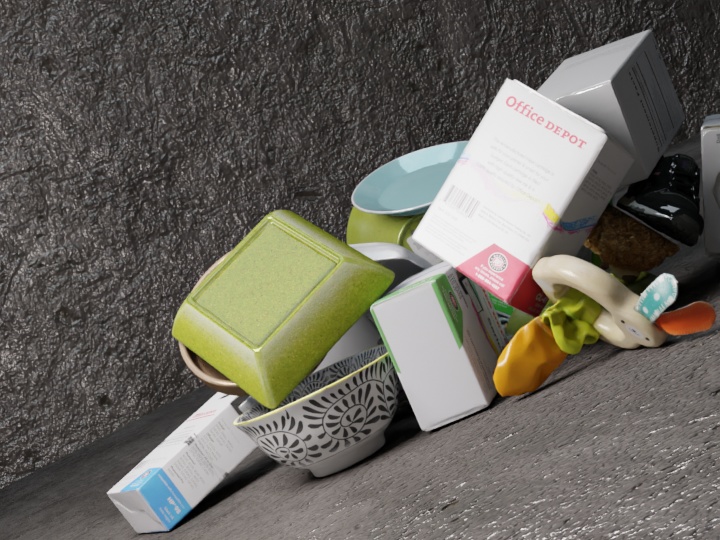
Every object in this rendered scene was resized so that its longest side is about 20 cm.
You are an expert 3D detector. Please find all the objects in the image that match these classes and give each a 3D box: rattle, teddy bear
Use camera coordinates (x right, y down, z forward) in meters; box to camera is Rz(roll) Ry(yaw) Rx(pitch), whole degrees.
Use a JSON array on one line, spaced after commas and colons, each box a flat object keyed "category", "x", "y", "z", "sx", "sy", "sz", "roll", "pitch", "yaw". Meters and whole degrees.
[{"category": "rattle", "x": 0.226, "y": 0.067, "z": 1.435, "sx": 0.142, "sy": 0.131, "sz": 0.199, "roll": -37, "pitch": 34, "yaw": -21}, {"category": "teddy bear", "x": 0.282, "y": -0.041, "z": 1.706, "sx": 0.144, "sy": 0.200, "sz": 0.067, "roll": 22, "pitch": -79, "yaw": -43}]

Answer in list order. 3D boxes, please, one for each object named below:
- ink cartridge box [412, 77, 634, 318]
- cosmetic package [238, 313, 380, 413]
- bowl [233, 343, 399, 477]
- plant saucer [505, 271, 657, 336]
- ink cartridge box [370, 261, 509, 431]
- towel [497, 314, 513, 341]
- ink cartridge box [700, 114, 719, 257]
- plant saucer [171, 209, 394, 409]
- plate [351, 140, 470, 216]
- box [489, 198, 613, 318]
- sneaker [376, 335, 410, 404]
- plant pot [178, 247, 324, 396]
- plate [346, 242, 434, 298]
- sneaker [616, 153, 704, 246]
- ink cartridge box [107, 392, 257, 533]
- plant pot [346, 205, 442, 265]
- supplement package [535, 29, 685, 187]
[{"category": "ink cartridge box", "x": 0.171, "y": -0.075, "z": 1.565, "sx": 0.201, "sy": 0.147, "sz": 0.085, "roll": -57, "pitch": -35, "yaw": 5}, {"category": "cosmetic package", "x": -0.057, "y": 0.133, "z": 1.910, "sx": 0.200, "sy": 0.081, "sz": 0.113, "roll": -45, "pitch": -1, "yaw": -3}, {"category": "bowl", "x": -0.031, "y": 0.164, "z": 1.625, "sx": 0.199, "sy": 0.095, "sz": 0.201, "roll": -25, "pitch": 2, "yaw": 1}, {"category": "plant saucer", "x": 0.259, "y": 0.034, "z": 1.711, "sx": 0.197, "sy": 0.032, "sz": 0.200, "roll": -15, "pitch": 5, "yaw": 1}, {"category": "ink cartridge box", "x": 0.096, "y": 0.073, "z": 1.637, "sx": 0.083, "sy": 0.146, "sz": 0.200, "roll": -23, "pitch": 3, "yaw": 17}, {"category": "towel", "x": 0.196, "y": 0.065, "z": 1.932, "sx": 0.170, "sy": 0.049, "sz": 0.199, "roll": -28, "pitch": 4, "yaw": -37}, {"category": "ink cartridge box", "x": 0.436, "y": -0.102, "z": 1.707, "sx": 0.086, "sy": 0.148, "sz": 0.200, "roll": -2, "pitch": 8, "yaw": 17}, {"category": "plant saucer", "x": -0.095, "y": 0.024, "z": 1.614, "sx": 0.200, "sy": 0.048, "sz": 0.199, "roll": -46, "pitch": 46, "yaw": -14}, {"category": "plate", "x": 0.085, "y": -0.112, "z": 1.902, "sx": 0.197, "sy": 0.026, "sz": 0.201, "roll": -16, "pitch": 23, "yaw": 7}, {"category": "box", "x": 0.221, "y": -0.063, "z": 1.854, "sx": 0.096, "sy": 0.179, "sz": 0.199, "roll": 21, "pitch": 33, "yaw": 41}, {"category": "sneaker", "x": 0.031, "y": 0.137, "z": 1.783, "sx": 0.088, "sy": 0.081, "sz": 0.200, "roll": 7, "pitch": -40, "yaw": -45}, {"category": "plant pot", "x": -0.099, "y": 0.067, "z": 1.685, "sx": 0.198, "sy": 0.093, "sz": 0.203, "roll": -15, "pitch": 49, "yaw": 17}, {"category": "plate", "x": 0.000, "y": 0.000, "z": 1.806, "sx": 0.197, "sy": 0.033, "sz": 0.199, "roll": -4, "pitch": -14, "yaw": 23}, {"category": "sneaker", "x": 0.339, "y": -0.089, "z": 1.638, "sx": 0.088, "sy": 0.075, "sz": 0.200, "roll": -59, "pitch": 10, "yaw": 6}, {"category": "ink cartridge box", "x": -0.201, "y": 0.228, "z": 1.816, "sx": 0.200, "sy": 0.067, "sz": 0.115, "roll": -42, "pitch": 10, "yaw": -28}, {"category": "plant pot", "x": 0.080, "y": -0.038, "z": 1.969, "sx": 0.185, "sy": 0.189, "sz": 0.200, "roll": -25, "pitch": 7, "yaw": -2}, {"category": "supplement package", "x": 0.279, "y": -0.176, "z": 1.709, "sx": 0.120, "sy": 0.121, "sz": 0.200, "roll": -16, "pitch": 16, "yaw": 31}]
